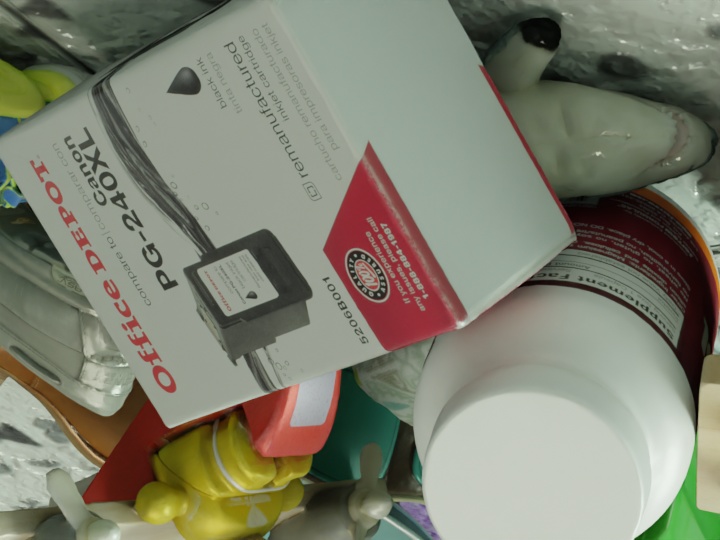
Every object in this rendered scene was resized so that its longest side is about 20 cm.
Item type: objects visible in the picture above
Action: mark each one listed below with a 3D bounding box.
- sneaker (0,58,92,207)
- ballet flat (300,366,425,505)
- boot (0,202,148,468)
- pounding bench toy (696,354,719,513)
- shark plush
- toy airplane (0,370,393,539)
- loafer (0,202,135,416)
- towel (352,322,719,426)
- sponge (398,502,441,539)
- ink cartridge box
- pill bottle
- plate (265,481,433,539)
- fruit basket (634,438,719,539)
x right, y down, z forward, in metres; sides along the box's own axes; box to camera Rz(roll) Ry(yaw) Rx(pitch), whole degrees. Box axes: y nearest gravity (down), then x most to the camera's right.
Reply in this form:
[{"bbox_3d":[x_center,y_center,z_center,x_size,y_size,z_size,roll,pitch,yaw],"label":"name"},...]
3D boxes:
[{"bbox_3d":[-0.170,-0.046,1.172,0.199,0.106,0.076,27,150,-27],"label":"sneaker"},{"bbox_3d":[0.012,0.087,1.415,0.199,0.070,0.069,24,152,-26],"label":"ballet flat"},{"bbox_3d":[-0.108,0.035,1.350,0.199,0.074,0.155,17,148,-21],"label":"boot"},{"bbox_3d":[0.239,0.029,1.085,0.198,0.157,0.124,7,154,10],"label":"pounding bench toy"},{"bbox_3d":[0.046,-0.038,1.145,0.199,0.092,0.083,-20,171,39],"label":"shark plush"},{"bbox_3d":[-0.081,0.116,1.279,0.199,0.142,0.199,-29,152,-8],"label":"toy airplane"},{"bbox_3d":[-0.168,0.001,1.231,0.070,0.070,0.200,-4,-155,-44],"label":"loafer"},{"bbox_3d":[0.119,0.063,1.330,0.199,0.048,0.171,25,151,-23],"label":"towel"},{"bbox_3d":[0.083,0.162,1.564,0.111,0.030,0.200,7,154,10],"label":"sponge"},{"bbox_3d":[-0.035,-0.033,1.094,0.199,0.083,0.146,-22,102,49],"label":"ink cartridge box"},{"bbox_3d":[0.083,0.044,1.114,0.112,0.200,0.114,5,114,11],"label":"pill bottle"},{"bbox_3d":[-0.020,0.144,1.541,0.199,0.026,0.200,24,156,11],"label":"plate"},{"bbox_3d":[0.099,0.182,1.297,0.154,0.217,0.216,5,153,18],"label":"fruit basket"}]
